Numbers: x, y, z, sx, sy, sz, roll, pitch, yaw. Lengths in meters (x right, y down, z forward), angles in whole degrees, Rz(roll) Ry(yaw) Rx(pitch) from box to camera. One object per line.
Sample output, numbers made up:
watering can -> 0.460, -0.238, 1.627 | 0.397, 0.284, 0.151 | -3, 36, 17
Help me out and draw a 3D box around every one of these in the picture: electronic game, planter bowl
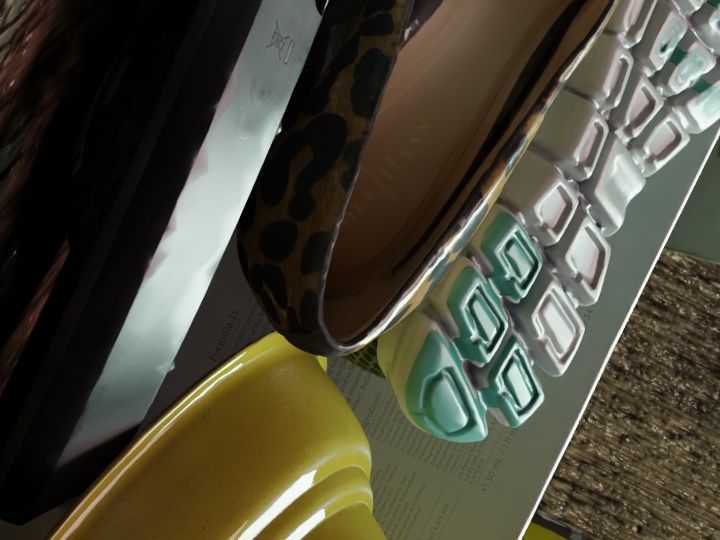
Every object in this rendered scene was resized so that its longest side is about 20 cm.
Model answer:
electronic game -> -0.049, -0.031, 0.678 | 0.200, 0.042, 0.200 | -156, -90, -84
planter bowl -> -0.039, 0.119, 0.693 | 0.200, 0.083, 0.200 | -50, 166, -17

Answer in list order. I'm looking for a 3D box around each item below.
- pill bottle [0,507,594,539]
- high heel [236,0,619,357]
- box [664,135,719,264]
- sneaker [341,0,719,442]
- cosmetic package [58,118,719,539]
pill bottle -> -0.020, 0.101, 0.910 | 0.109, 0.200, 0.109 | -64, 179, -2
high heel -> 0.044, -0.069, 0.646 | 0.200, 0.071, 0.143 | -46, -157, 31
box -> 0.081, -0.060, 0.991 | 0.068, 0.200, 0.082 | 8, 97, -48
sneaker -> 0.044, -0.053, 0.751 | 0.200, 0.091, 0.078 | -53, 140, -17
cosmetic package -> 0.000, 0.000, 0.815 | 0.200, 0.151, 0.052 | -64, -175, 4
